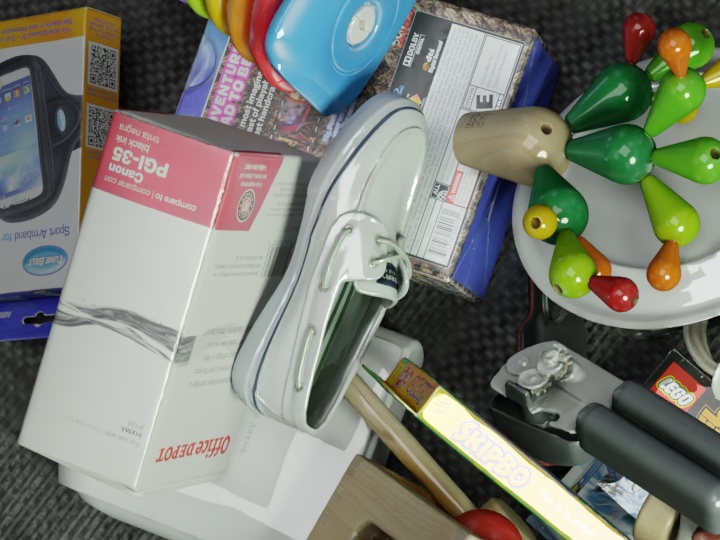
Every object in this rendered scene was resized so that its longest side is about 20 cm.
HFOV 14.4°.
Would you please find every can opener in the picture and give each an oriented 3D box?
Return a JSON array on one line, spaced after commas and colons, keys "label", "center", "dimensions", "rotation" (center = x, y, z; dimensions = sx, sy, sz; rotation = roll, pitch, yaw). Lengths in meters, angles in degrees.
[{"label": "can opener", "center": [0.149, 0.094, 1.590], "dimensions": [0.053, 0.067, 0.200], "rotation": [-32, 36, -25]}]

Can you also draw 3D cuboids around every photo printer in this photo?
[{"label": "photo printer", "center": [-0.080, 0.088, 1.738], "dimensions": [0.199, 0.069, 0.167], "rotation": [20, 86, 16]}]

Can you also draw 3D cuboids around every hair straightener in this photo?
[{"label": "hair straightener", "center": [0.126, 0.012, 1.698], "dimensions": [0.041, 0.077, 0.201], "rotation": [13, 70, -20]}]

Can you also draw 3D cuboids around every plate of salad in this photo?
[{"label": "plate of salad", "center": [0.185, -0.044, 1.643], "dimensions": [0.199, 0.048, 0.200], "rotation": [-14, 49, 16]}]

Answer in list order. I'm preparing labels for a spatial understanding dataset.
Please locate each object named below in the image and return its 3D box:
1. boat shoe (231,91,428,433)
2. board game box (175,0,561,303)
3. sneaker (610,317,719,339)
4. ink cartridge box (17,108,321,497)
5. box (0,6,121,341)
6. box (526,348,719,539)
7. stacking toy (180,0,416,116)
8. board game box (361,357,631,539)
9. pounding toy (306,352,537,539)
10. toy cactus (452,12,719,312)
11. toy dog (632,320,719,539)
[{"label": "boat shoe", "center": [0.000, 0.000, 1.626], "dimensions": [0.067, 0.073, 0.200], "rotation": [29, 99, 39]}, {"label": "board game box", "center": [-0.001, -0.089, 1.733], "dimensions": [0.199, 0.097, 0.160], "rotation": [19, 86, 16]}, {"label": "sneaker", "center": [0.223, -0.036, 1.696], "dimensions": [0.200, 0.076, 0.088], "rotation": [-31, 56, 7]}, {"label": "ink cartridge box", "center": [-0.108, 0.017, 1.627], "dimensions": [0.083, 0.146, 0.201], "rotation": [20, 97, 17]}, {"label": "box", "center": [-0.209, -0.058, 1.789], "dimensions": [0.119, 0.041, 0.201], "rotation": [-6, 77, 34]}, {"label": "box", "center": [0.216, 0.162, 1.670], "dimensions": [0.200, 0.040, 0.137], "rotation": [42, 93, 16]}, {"label": "stacking toy", "center": [-0.074, -0.183, 1.673], "dimensions": [0.200, 0.116, 0.110], "rotation": [31, 86, 28]}, {"label": "board game box", "center": [0.088, 0.114, 1.595], "dimensions": [0.200, 0.096, 0.030], "rotation": [37, 90, -14]}, {"label": "pounding toy", "center": [0.053, 0.170, 1.621], "dimensions": [0.184, 0.200, 0.142], "rotation": [30, 90, -27]}, {"label": "toy cactus", "center": [0.125, -0.068, 1.598], "dimensions": [0.165, 0.102, 0.200], "rotation": [7, 64, 32]}, {"label": "toy dog", "center": [0.228, 0.100, 1.606], "dimensions": [0.131, 0.096, 0.201], "rotation": [11, 83, 14]}]
